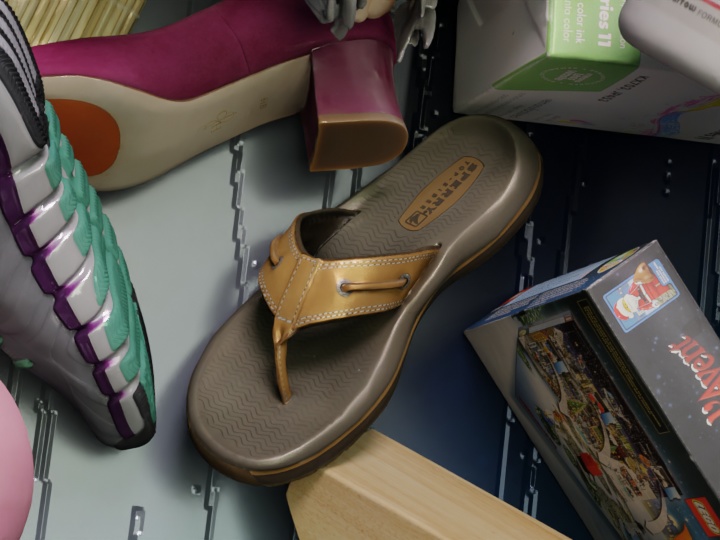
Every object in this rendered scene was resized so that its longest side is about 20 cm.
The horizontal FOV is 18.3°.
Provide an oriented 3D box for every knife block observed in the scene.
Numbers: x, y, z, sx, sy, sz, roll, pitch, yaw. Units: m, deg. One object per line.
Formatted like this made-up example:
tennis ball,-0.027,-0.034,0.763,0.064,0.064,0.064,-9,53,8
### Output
knife block,0.083,0.140,0.860,0.064,0.175,0.200,-14,84,-63

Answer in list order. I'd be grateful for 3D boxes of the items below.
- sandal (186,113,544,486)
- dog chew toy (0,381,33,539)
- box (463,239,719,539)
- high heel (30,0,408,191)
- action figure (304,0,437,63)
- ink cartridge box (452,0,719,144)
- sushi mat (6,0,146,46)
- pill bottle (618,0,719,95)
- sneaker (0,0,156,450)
sandal,0.000,0.000,0.896,0.082,0.055,0.200,30,65,35
dog chew toy,-0.189,0.123,0.805,0.124,0.125,0.200,11,86,-16
box,0.130,0.090,0.899,0.038,0.137,0.200,-33,93,-20
high heel,-0.081,-0.086,0.906,0.200,0.067,0.096,3,51,-20
action figure,-0.040,-0.143,0.886,0.200,0.130,0.069,8,121,-16
ink cartridge box,0.152,-0.097,0.944,0.200,0.117,0.067,5,81,-16
sushi mat,-0.115,-0.165,0.926,0.096,0.012,0.200,27,75,-11
pill bottle,0.187,-0.147,0.810,0.112,0.112,0.200,27,99,-12
sneaker,-0.142,-0.009,0.845,0.087,0.074,0.200,-17,122,3
